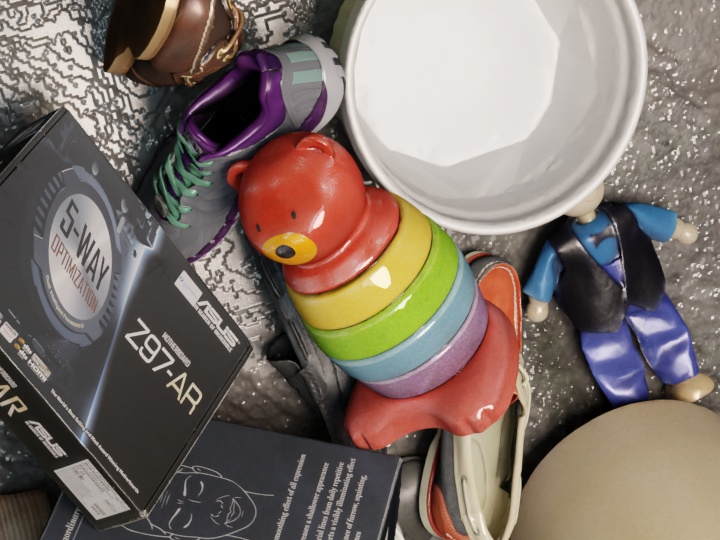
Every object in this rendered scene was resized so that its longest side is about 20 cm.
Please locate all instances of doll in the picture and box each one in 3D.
[{"bbox_3d":[0.179,0.008,1.280,0.136,0.048,0.200,-31,112,-8],"label":"doll"}]

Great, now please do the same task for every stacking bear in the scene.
[{"bbox_3d":[0.000,0.000,1.117,0.200,0.121,0.114,51,44,-32],"label":"stacking bear"}]

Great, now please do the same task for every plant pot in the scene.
[{"bbox_3d":[0.221,0.219,1.238,0.187,0.200,0.188,-8,120,-13],"label":"plant pot"}]

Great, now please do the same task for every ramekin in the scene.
[{"bbox_3d":[0.073,-0.130,1.189,0.199,0.105,0.201,-4,104,-15],"label":"ramekin"}]

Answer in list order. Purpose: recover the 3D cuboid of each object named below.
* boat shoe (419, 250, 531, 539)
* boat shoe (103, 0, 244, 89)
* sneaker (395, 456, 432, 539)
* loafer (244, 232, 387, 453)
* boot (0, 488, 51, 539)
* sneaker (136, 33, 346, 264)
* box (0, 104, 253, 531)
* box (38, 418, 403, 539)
[{"bbox_3d":[0.084,0.087,1.246,0.071,0.063,0.201,10,86,-31],"label":"boat shoe"},{"bbox_3d":[-0.102,-0.146,1.086,0.070,0.200,0.071,13,87,-14],"label":"boat shoe"},{"bbox_3d":[-0.009,0.210,1.254,0.200,0.088,0.074,-41,108,-5],"label":"sneaker"},{"bbox_3d":[-0.026,0.054,1.228,0.070,0.068,0.201,-11,110,7],"label":"loafer"},{"bbox_3d":[-0.259,0.248,1.200,0.154,0.074,0.201,-14,94,-14],"label":"boot"},{"bbox_3d":[-0.100,-0.071,1.129,0.200,0.087,0.074,-47,71,27],"label":"sneaker"},{"bbox_3d":[-0.165,0.028,1.097,0.200,0.043,0.160,54,40,-19],"label":"box"},{"bbox_3d":[-0.087,0.182,1.142,0.199,0.149,0.107,12,132,7],"label":"box"}]
